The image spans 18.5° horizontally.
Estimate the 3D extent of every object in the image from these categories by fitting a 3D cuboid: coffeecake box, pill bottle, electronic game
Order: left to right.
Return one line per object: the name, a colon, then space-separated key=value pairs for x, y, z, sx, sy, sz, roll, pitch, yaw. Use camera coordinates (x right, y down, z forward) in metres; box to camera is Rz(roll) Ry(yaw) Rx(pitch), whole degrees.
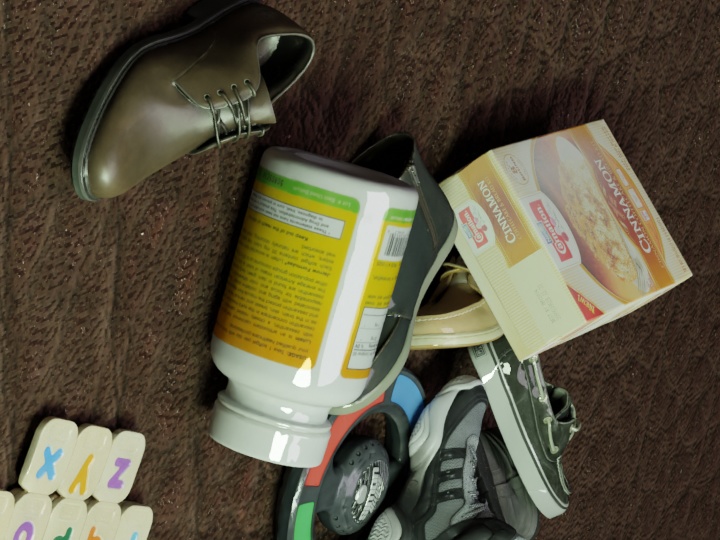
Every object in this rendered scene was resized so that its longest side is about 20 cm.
pill bottle: x=-0.039 y=0.026 z=1.502 sx=0.111 sy=0.111 sz=0.201 roll=4 pitch=104 yaw=-61
electronic game: x=-0.004 y=0.167 z=1.724 sx=0.200 sy=0.041 sz=0.201 roll=-39 pitch=139 yaw=-44
coffeecake box: x=0.163 y=-0.028 z=1.778 sx=0.073 sy=0.154 sz=0.200 roll=-33 pitch=172 yaw=33

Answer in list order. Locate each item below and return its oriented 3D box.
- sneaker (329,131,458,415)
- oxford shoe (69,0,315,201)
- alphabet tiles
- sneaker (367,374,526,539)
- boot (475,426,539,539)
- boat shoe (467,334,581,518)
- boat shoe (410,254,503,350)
sneaker: x=0.000 y=0.000 z=1.609 sx=0.201 sy=0.074 sz=0.106 roll=-65 pitch=148 yaw=-29
oxford shoe: x=-0.099 y=-0.104 z=1.346 sx=0.200 sy=0.084 sz=0.073 roll=-46 pitch=145 yaw=-36
alphabet tiles: x=-0.203 y=0.190 z=1.414 sx=0.200 sy=0.015 sz=0.197 roll=18 pitch=90 yaw=-62
sneaker: x=0.086 y=0.182 z=1.742 sx=0.076 sy=0.113 sz=0.201 roll=71 pitch=40 yaw=-57
boot: x=0.118 y=0.220 z=1.865 sx=0.132 sy=0.070 sz=0.201 roll=23 pitch=56 yaw=-60
boat shoe: x=0.150 y=0.129 z=1.854 sx=0.071 sy=0.063 sz=0.200 roll=-104 pitch=171 yaw=-52
boat shoe: x=0.093 y=0.017 z=1.784 sx=0.200 sy=0.073 sz=0.070 roll=-21 pitch=106 yaw=-55
